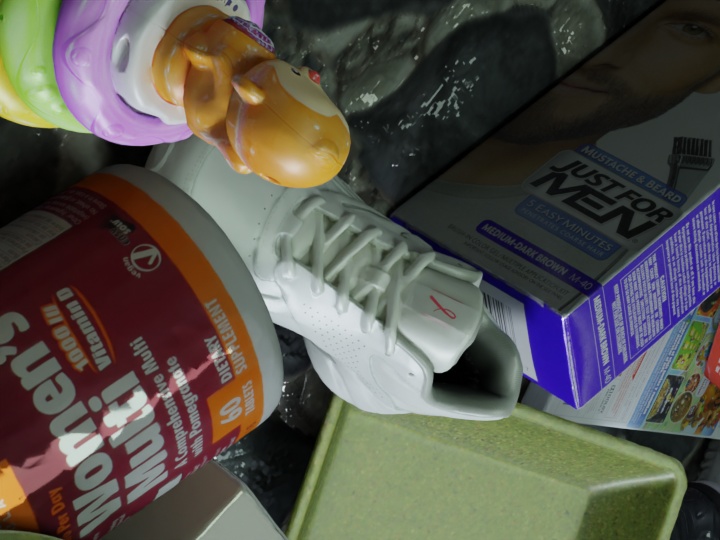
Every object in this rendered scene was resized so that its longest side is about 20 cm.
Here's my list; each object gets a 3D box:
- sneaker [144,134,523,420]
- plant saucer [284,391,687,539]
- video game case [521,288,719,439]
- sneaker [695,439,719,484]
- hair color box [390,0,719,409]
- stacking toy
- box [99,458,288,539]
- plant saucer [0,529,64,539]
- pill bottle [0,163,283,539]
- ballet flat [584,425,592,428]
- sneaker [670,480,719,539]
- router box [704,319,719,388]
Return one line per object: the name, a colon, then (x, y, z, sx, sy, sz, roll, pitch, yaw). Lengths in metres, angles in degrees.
sneaker: (0.000, 0.000, 0.750, 0.200, 0.099, 0.078, 35, 75, -43)
plant saucer: (0.036, 0.154, 0.893, 0.199, 0.048, 0.201, 21, 87, -28)
video game case: (0.176, 0.021, 1.041, 0.200, 0.018, 0.144, 11, 106, -50)
sneaker: (0.301, 0.111, 1.151, 0.199, 0.129, 0.080, -34, 136, -27)
hair color box: (0.123, -0.038, 0.867, 0.200, 0.109, 0.065, -37, 137, -25)
stacking toy: (-0.072, -0.075, 0.552, 0.110, 0.200, 0.116, -54, 142, -3)
box: (-0.123, 0.153, 0.754, 0.200, 0.082, 0.068, -45, 140, -13)
plant saucer: (-0.154, 0.167, 0.618, 0.199, 0.031, 0.201, -25, 142, -22)
pill bottle: (-0.132, 0.056, 0.651, 0.200, 0.109, 0.110, -35, 137, -27)
ballet flat: (0.068, 0.158, 0.977, 0.200, 0.067, 0.068, -38, 147, -23)
sneaker: (0.132, 0.201, 1.080, 0.114, 0.075, 0.201, 17, 104, -44)
router box: (0.263, 0.061, 0.956, 0.049, 0.179, 0.200, -48, 163, -12)
